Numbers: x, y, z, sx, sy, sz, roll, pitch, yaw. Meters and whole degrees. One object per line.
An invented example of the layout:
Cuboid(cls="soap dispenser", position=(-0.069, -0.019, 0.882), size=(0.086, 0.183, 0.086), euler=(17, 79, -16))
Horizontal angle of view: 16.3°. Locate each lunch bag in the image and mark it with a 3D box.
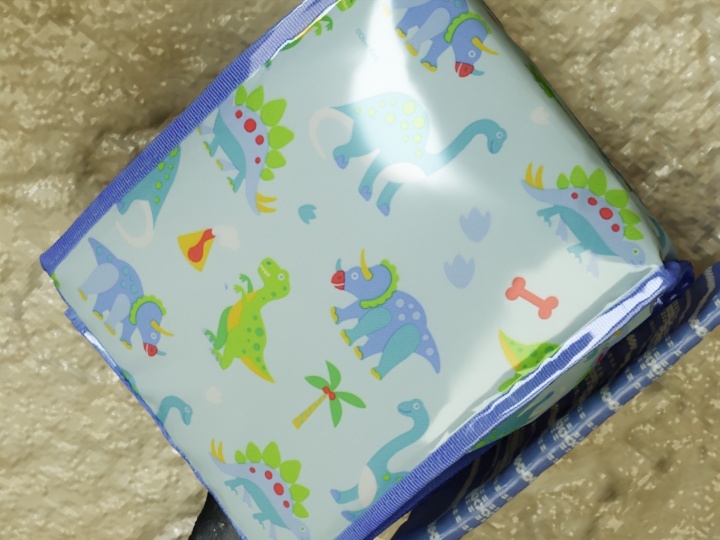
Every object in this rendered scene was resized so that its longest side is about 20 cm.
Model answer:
Cuboid(cls="lunch bag", position=(0.000, 0.000, 0.952), size=(0.200, 0.127, 0.170), euler=(-40, 81, 7))

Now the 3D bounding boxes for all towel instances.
Cuboid(cls="towel", position=(0.093, 0.046, 1.008), size=(0.200, 0.145, 0.024), euler=(-41, 88, 13))

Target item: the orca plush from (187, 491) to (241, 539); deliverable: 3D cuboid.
Cuboid(cls="orca plush", position=(-0.018, 0.065, 1.067), size=(0.200, 0.071, 0.105), euler=(-43, 158, 25))
